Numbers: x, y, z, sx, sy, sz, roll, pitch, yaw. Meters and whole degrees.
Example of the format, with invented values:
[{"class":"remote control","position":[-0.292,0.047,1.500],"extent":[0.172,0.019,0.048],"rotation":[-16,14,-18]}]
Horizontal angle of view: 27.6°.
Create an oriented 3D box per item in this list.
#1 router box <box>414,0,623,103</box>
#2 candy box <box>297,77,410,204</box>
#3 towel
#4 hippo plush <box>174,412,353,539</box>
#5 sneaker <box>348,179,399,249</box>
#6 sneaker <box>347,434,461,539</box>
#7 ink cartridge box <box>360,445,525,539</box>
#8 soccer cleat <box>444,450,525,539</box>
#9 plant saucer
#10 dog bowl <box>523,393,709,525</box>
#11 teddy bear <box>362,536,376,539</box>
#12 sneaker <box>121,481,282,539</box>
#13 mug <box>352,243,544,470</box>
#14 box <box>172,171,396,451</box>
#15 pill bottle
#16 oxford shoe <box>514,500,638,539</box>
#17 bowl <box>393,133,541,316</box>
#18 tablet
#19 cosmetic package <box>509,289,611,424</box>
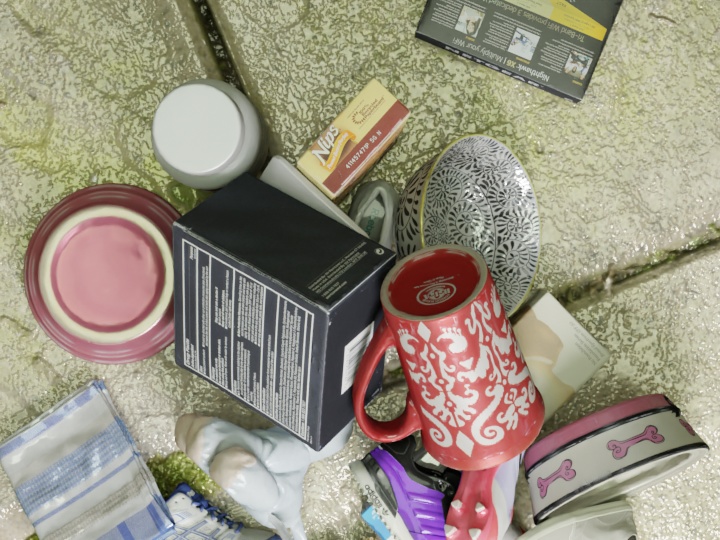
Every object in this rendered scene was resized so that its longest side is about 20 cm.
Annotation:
[{"class":"router box","position":[0.179,-0.293,1.600],"extent":[0.199,0.052,0.158],"rotation":[23,92,0]},{"class":"candy box","position":[-0.010,-0.125,1.527],"extent":[0.055,0.200,0.115],"rotation":[43,86,1]},{"class":"towel","position":[-0.301,0.235,1.596],"extent":[0.147,0.024,0.200],"rotation":[-33,70,3]},{"class":"hippo plush","position":[-0.084,0.180,1.559],"extent":[0.200,0.159,0.161],"rotation":[40,79,18]},{"class":"sneaker","position":[0.000,0.000,1.590],"extent":[0.075,0.088,0.201],"rotation":[8,91,-1]},{"class":"sneaker","position":[0.081,0.259,1.537],"extent":[0.099,0.070,0.200],"rotation":[-35,92,-3]},{"class":"ink cartridge box","position":[0.108,0.295,1.605],"extent":[0.116,0.067,0.200],"rotation":[-43,90,2]},{"class":"soccer cleat","position":[0.139,0.212,1.523],"extent":[0.066,0.077,0.201],"rotation":[5,58,28]},{"class":"plant saucer","position":[-0.274,0.004,1.611],"extent":[0.199,0.051,0.202],"rotation":[0,91,1]},{"class":"dog bowl","position":[0.261,0.197,1.547],"extent":[0.199,0.200,0.074],"rotation":[-23,71,1]},{"class":"teddy bear","position":[0.000,0.393,1.613],"extent":[0.144,0.067,0.201],"rotation":[-25,86,0]},{"class":"sneaker","position":[-0.180,0.279,1.604],"extent":[0.199,0.075,0.089],"rotation":[5,91,0]},{"class":"mug","position":[0.082,0.095,1.445],"extent":[0.177,0.133,0.201],"rotation":[-37,132,-19]},{"class":"box","position":[-0.080,0.039,1.491],"extent":[0.198,0.123,0.201],"rotation":[28,136,23]},{"class":"pill bottle","position":[-0.159,-0.141,1.532],"extent":[0.114,0.200,0.115],"rotation":[0,91,1]},{"class":"oxford shoe","position":[0.227,0.290,1.557],"extent":[0.075,0.199,0.058],"rotation":[-43,62,42]},{"class":"bowl","position":[0.097,-0.042,1.569],"extent":[0.094,0.200,0.202],"rotation":[-2,92,44]},{"class":"tablet","position":[-0.067,-0.040,1.543],"extent":[0.130,0.200,0.014],"rotation":[42,64,0]},{"class":"cosmetic package","position":[0.165,0.126,1.599],"extent":[0.105,0.071,0.200],"rotation":[44,91,0]}]
